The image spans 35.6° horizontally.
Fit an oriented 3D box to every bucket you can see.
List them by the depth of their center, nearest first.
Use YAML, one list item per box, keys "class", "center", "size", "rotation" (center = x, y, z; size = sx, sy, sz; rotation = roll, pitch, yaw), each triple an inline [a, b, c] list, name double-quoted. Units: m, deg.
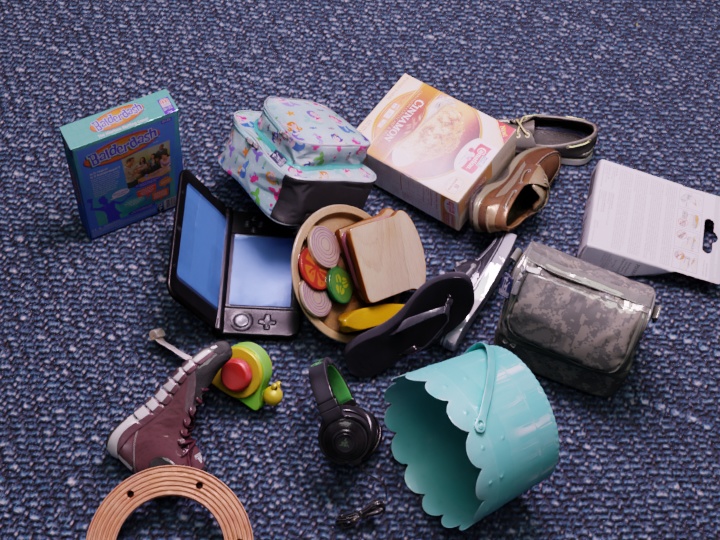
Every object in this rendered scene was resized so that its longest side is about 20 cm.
- class: "bucket"
  center: [0.133, 0.194, 1.353]
  size: [0.134, 0.208, 0.208]
  rotation: [-20, 61, -25]

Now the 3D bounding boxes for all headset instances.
- class: "headset"
  center: [-0.024, 0.209, 1.384]
  size: [0.093, 0.123, 0.202]
  rotation: [-26, 79, 7]

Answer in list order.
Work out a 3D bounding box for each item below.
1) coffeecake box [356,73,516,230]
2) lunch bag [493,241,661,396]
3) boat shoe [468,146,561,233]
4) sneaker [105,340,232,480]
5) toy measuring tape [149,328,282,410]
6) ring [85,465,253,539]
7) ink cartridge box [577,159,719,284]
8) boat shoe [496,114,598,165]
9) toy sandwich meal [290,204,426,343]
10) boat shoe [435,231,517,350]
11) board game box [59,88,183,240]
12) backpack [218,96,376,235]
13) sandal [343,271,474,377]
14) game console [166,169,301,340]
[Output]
- class: "coffeecake box"
  center: [0.104, -0.175, 1.633]
  size: [0.199, 0.073, 0.154]
  rotation: [30, 66, 22]
- class: "lunch bag"
  center: [0.278, 0.053, 1.469]
  size: [0.198, 0.169, 0.140]
  rotation: [21, 58, 9]
- class: "boat shoe"
  center: [0.235, -0.109, 1.605]
  size: [0.073, 0.076, 0.200]
  rotation: [17, 44, 38]
- class: "sneaker"
  center: [-0.208, 0.189, 1.384]
  size: [0.200, 0.076, 0.116]
  rotation: [-43, 81, 3]
- class: "toy measuring tape"
  center: [-0.180, 0.108, 1.449]
  size: [0.199, 0.074, 0.074]
  rotation: [31, 60, 14]
- class: "ring"
  center: [-0.223, 0.331, 1.315]
  size: [0.197, 0.019, 0.203]
  rotation: [2, 70, -7]
- class: "ink cartridge box"
  center: [0.424, -0.061, 1.633]
  size: [0.198, 0.057, 0.164]
  rotation: [19, 57, -3]
- class: "boat shoe"
  center: [0.258, -0.205, 1.695]
  size: [0.199, 0.061, 0.073]
  rotation: [4, 57, -3]
- class: "toy sandwich meal"
  center: [0.000, 0.000, 1.490]
  size: [0.203, 0.070, 0.208]
  rotation: [9, 75, -37]
- class: "boat shoe"
  center: [0.148, 0.016, 1.544]
  size: [0.067, 0.072, 0.201]
  rotation: [30, 67, 12]
- class: "board game box"
  center: [-0.316, -0.141, 1.520]
  size: [0.151, 0.201, 0.045]
  rotation: [-23, 62, -19]
- class: "backpack"
  center: [-0.095, -0.156, 1.562]
  size: [0.176, 0.152, 0.199]
  rotation: [-4, 30, -45]
- class: "sandal"
  center: [0.070, 0.080, 1.455]
  size: [0.199, 0.076, 0.043]
  rotation: [-38, 29, 10]
- class: "game console"
  center: [-0.162, -0.022, 1.508]
  size: [0.173, 0.117, 0.202]
  rotation: [3, 58, -3]
